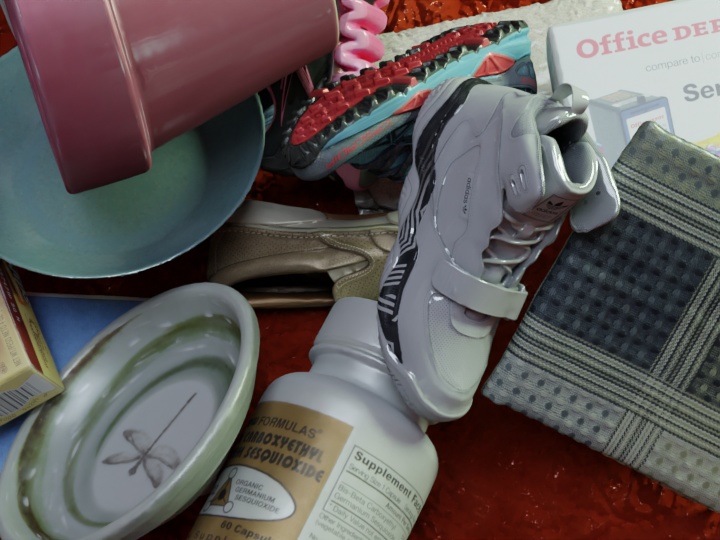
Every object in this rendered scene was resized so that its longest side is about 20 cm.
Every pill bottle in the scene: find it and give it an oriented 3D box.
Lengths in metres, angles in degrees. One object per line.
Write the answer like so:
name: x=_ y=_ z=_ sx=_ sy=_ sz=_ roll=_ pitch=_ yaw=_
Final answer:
pill bottle: x=-0.019 y=0.122 z=1.354 sx=0.114 sy=0.114 sz=0.200 roll=22 pitch=70 yaw=16

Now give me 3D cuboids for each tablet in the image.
tablet: x=-0.182 y=0.075 z=1.451 sx=0.200 sy=0.014 sz=0.130 roll=3 pitch=65 yaw=7

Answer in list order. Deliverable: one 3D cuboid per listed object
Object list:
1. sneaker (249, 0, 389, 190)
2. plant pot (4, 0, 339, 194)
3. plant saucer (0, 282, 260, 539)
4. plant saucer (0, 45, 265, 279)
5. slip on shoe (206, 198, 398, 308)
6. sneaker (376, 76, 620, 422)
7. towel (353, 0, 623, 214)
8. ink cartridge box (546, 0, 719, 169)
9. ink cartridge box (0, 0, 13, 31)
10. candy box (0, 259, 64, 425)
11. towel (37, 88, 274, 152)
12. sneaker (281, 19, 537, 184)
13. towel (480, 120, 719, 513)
sneaker: x=-0.032 y=-0.149 z=1.455 sx=0.095 sy=0.079 sz=0.200 roll=-1 pitch=80 yaw=18
plant pot: x=-0.116 y=-0.165 z=1.356 sx=0.179 sy=0.200 sz=0.200 roll=-18 pitch=64 yaw=-8
plant saucer: x=-0.127 y=0.098 z=1.366 sx=0.200 sy=0.050 sz=0.200 roll=-31 pitch=33 yaw=23
plant saucer: x=-0.157 y=-0.069 z=1.439 sx=0.201 sy=0.039 sz=0.201 roll=-2 pitch=56 yaw=3
slip on shoe: x=0.000 y=0.000 z=1.428 sx=0.200 sy=0.076 sz=0.061 roll=8 pitch=61 yaw=14
sneaker: x=0.076 y=-0.013 z=1.299 sx=0.115 sy=0.075 sz=0.200 roll=0 pitch=79 yaw=50
towel: x=0.084 y=-0.106 z=1.491 sx=0.200 sy=0.034 sz=0.133 roll=-13 pitch=65 yaw=1
ink cartridge box: x=0.200 y=-0.059 z=1.403 sx=0.145 sy=0.088 sz=0.200 roll=-10 pitch=78 yaw=3
ink cartridge box: x=-0.171 y=-0.259 z=1.532 sx=0.145 sy=0.088 sz=0.200 roll=-12 pitch=51 yaw=2
candy box: x=-0.294 y=0.066 z=1.427 sx=0.200 sy=0.055 sz=0.115 roll=-28 pitch=63 yaw=5
towel: x=-0.148 y=-0.097 z=1.508 sx=0.200 sy=0.049 sz=0.112 roll=-31 pitch=66 yaw=-7
sneaker: x=0.042 y=-0.082 z=1.389 sx=0.200 sy=0.079 sz=0.096 roll=-27 pitch=106 yaw=-36
towel: x=0.200 y=0.035 z=1.335 sx=0.200 sy=0.035 sz=0.193 roll=27 pitch=103 yaw=-8
